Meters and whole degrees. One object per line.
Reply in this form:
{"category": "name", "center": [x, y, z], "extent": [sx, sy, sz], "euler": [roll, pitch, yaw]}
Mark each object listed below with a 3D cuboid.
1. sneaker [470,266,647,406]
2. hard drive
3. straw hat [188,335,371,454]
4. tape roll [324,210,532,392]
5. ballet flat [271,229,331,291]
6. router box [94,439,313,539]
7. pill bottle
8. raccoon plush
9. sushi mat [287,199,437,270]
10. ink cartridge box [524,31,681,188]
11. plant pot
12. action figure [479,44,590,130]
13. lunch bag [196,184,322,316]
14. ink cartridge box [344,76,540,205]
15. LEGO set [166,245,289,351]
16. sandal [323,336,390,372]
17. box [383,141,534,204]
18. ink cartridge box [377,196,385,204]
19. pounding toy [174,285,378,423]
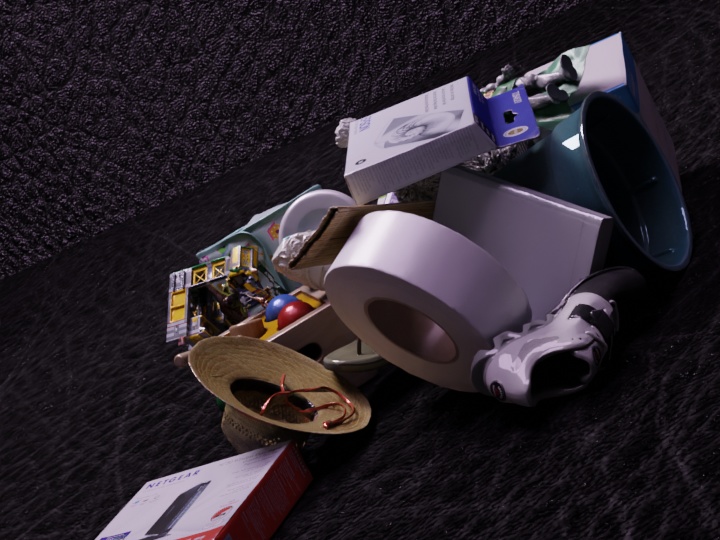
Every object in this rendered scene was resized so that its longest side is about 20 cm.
{"category": "sneaker", "center": [0.204, 0.069, 1.320], "extent": [0.199, 0.075, 0.088], "euler": [-33, 31, -20]}
{"category": "hard drive", "center": [0.152, -0.017, 1.431], "extent": [0.199, 0.133, 0.026], "euler": [23, 19, 39]}
{"category": "straw hat", "center": [-0.095, 0.153, 1.489], "extent": [0.201, 0.199, 0.086], "euler": [-67, -2, -70]}
{"category": "tape roll", "center": [0.065, 0.033, 1.400], "extent": [0.202, 0.202, 0.071], "euler": [-7, 45, 55]}
{"category": "ballet flat", "center": [0.000, 0.000, 1.633], "extent": [0.198, 0.073, 0.072], "euler": [8, 0, -22]}
{"category": "router box", "center": [-0.168, 0.251, 1.392], "extent": [0.198, 0.049, 0.180], "euler": [-20, 15, 30]}
{"category": "pill bottle", "center": [-0.024, -0.032, 1.776], "extent": [0.113, 0.115, 0.200], "euler": [-25, -9, 9]}
{"category": "raccoon plush", "center": [0.082, -0.121, 1.621], "extent": [0.198, 0.098, 0.134], "euler": [14, -18, -31]}
{"category": "sushi mat", "center": [0.015, -0.040, 1.478], "extent": [0.199, 0.012, 0.096], "euler": [-8, -35, -50]}
{"category": "ink cartridge box", "center": [0.293, -0.149, 1.698], "extent": [0.127, 0.201, 0.126], "euler": [-22, 32, 21]}
{"category": "plant pot", "center": [0.212, -0.052, 1.505], "extent": [0.195, 0.201, 0.200], "euler": [-29, 11, 32]}
{"category": "action figure", "center": [0.169, -0.195, 1.643], "extent": [0.199, 0.055, 0.119], "euler": [-13, 43, 55]}
{"category": "lunch bag", "center": [-0.103, 0.002, 1.931], "extent": [0.199, 0.172, 0.122], "euler": [-29, 6, -7]}
{"category": "ink cartridge box", "center": [0.081, -0.149, 1.498], "extent": [0.198, 0.041, 0.200], "euler": [-20, 20, 8]}
{"category": "LEGO set", "center": [-0.152, 0.072, 1.782], "extent": [0.152, 0.200, 0.117], "euler": [-11, 56, 14]}
{"category": "sandal", "center": [0.035, 0.052, 1.568], "extent": [0.200, 0.058, 0.079], "euler": [-34, 21, -28]}
{"category": "box", "center": [0.127, -0.110, 1.785], "extent": [0.146, 0.105, 0.202], "euler": [2, 59, 27]}
{"category": "ink cartridge box", "center": [0.086, -0.021, 1.886], "extent": [0.147, 0.076, 0.202], "euler": [-17, 51, 38]}
{"category": "pounding toy", "center": [-0.109, 0.098, 1.646], "extent": [0.199, 0.143, 0.184], "euler": [-30, 13, -11]}
